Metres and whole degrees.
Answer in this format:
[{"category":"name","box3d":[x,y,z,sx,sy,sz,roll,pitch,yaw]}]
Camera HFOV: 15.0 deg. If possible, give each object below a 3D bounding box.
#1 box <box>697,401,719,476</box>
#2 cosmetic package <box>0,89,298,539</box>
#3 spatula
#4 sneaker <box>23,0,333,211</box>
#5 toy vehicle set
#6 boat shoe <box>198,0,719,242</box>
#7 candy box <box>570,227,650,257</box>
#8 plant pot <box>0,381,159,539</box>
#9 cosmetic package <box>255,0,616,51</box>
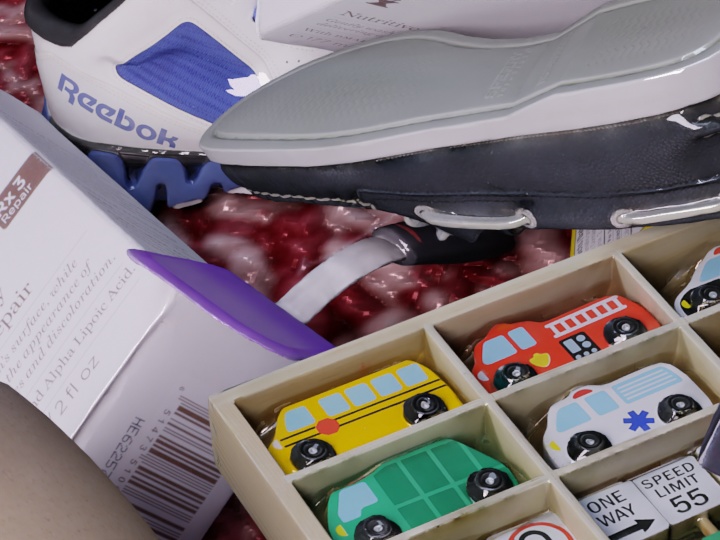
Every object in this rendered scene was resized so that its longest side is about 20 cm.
[{"category":"box","box3d":[0.220,-0.008,0.701,0.198,0.124,0.200,24,50,8]},{"category":"cosmetic package","box3d":[-0.110,0.013,0.877,0.102,0.074,0.200,-55,44,3]},{"category":"spatula","box3d":[0.000,0.000,0.839,0.056,0.021,0.200,35,25,21]},{"category":"sneaker","box3d":[-0.032,-0.086,0.952,0.198,0.116,0.081,-7,41,8]},{"category":"toy vehicle set","box3d":[0.073,0.047,0.748,0.199,0.027,0.124,-20,44,-21]},{"category":"boat shoe","box3d":[0.039,-0.036,0.822,0.199,0.061,0.076,-3,34,41]},{"category":"candy box","box3d":[0.110,-0.076,0.912,0.026,0.102,0.201,26,40,-15]},{"category":"plant pot","box3d":[-0.094,0.148,0.673,0.134,0.201,0.200,35,57,8]},{"category":"cosmetic package","box3d":[0.064,-0.117,0.834,0.200,0.112,0.082,-13,70,60]}]
